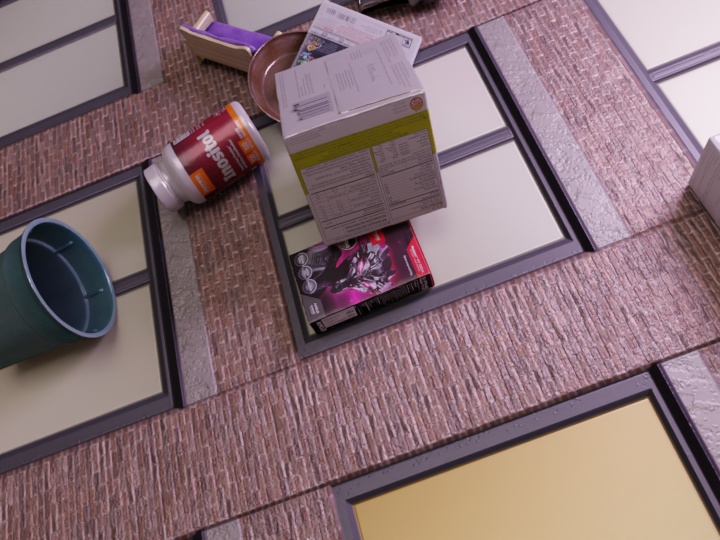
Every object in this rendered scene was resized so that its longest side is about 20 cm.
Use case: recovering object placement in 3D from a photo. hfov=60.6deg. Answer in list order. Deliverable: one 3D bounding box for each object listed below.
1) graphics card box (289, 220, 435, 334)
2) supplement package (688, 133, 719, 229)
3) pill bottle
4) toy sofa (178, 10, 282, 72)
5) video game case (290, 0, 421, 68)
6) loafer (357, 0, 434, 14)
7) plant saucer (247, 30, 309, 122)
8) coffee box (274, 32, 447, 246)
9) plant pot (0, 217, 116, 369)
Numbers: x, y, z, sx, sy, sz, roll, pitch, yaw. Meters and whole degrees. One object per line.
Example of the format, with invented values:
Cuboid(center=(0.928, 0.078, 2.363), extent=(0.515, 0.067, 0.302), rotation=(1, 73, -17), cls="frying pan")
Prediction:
Cuboid(center=(0.000, 0.000, 0.936), extent=(0.197, 0.051, 0.127), rotation=(-22, 61, 3), cls="graphics card box")
Cuboid(center=(0.547, -0.087, 0.809), extent=(0.112, 0.110, 0.203), rotation=(-20, 61, 3), cls="supplement package")
Cuboid(center=(-0.264, -0.189, 1.057), extent=(0.198, 0.113, 0.114), rotation=(-35, 62, -4), cls="pill bottle")
Cuboid(center=(-0.242, -0.438, 1.180), extent=(0.197, 0.098, 0.084), rotation=(24, 72, 24), cls="toy sofa")
Cuboid(center=(-0.008, -0.377, 1.101), extent=(0.197, 0.023, 0.185), rotation=(21, 70, 1), cls="video game case")
Cuboid(center=(0.086, -0.519, 1.164), extent=(0.196, 0.072, 0.064), rotation=(5, 85, 24), cls="loafer")
Cuboid(center=(-0.103, -0.336, 1.107), extent=(0.196, 0.037, 0.205), rotation=(2, 70, -5), cls="plant saucer")
Cuboid(center=(0.000, -0.195, 0.921), extent=(0.196, 0.200, 0.202), rotation=(-17, 42, 4), cls="coffee box")
Cuboid(center=(-0.530, 0.053, 0.973), extent=(0.193, 0.200, 0.203), rotation=(-26, 61, 10), cls="plant pot")
